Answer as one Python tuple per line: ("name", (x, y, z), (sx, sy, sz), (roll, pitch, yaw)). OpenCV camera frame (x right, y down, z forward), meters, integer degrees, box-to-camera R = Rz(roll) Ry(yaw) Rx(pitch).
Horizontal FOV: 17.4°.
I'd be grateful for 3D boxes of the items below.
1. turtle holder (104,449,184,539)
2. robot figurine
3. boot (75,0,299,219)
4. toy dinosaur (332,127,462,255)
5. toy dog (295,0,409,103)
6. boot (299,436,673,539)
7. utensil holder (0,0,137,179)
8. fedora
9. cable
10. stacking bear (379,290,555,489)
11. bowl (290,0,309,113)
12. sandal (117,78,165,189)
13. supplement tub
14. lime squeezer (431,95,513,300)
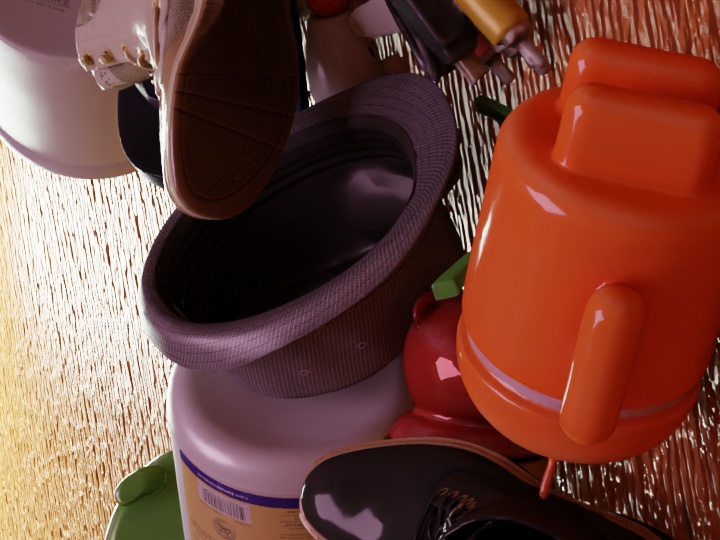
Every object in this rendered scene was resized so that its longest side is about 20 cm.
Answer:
("turtle holder", (-0.099, 0.171, 1.553), (0.132, 0.140, 0.186), (44, -146, -80))
("robot figurine", (0.105, -0.001, 1.022), (0.144, 0.116, 0.201), (47, 138, 41))
("boot", (-0.101, -0.113, 1.283), (0.154, 0.072, 0.201), (-18, 64, 55))
("toy dinosaur", (0.000, 0.000, 1.327), (0.101, 0.058, 0.201), (26, 129, 13))
("toy dog", (0.013, -0.187, 1.258), (0.200, 0.096, 0.132), (89, 175, -49))
("boot", (0.040, 0.115, 1.071), (0.199, 0.138, 0.078), (9, 86, 27))
("utensil holder", (-0.184, -0.175, 1.572), (0.200, 0.169, 0.171), (100, 158, -71))
("fedora", (-0.016, -0.003, 1.234), (0.090, 0.200, 0.177), (53, -172, -35))
("cable", (0.020, -0.170, 1.177), (0.200, 0.050, 0.097), (56, 167, -4))
("stacking bear", (0.053, 0.110, 1.200), (0.114, 0.121, 0.201), (-158, 73, -69))
("bowl", (-0.053, -0.115, 1.409), (0.201, 0.039, 0.202), (-7, -90, -90))
("sandal", (-0.116, -0.137, 1.417), (0.043, 0.076, 0.201), (50, -150, -58))
("supplement tub", (-0.031, 0.127, 1.332), (0.200, 0.145, 0.146), (87, 162, -44))
("lime squeezer", (0.082, -0.042, 1.145), (0.038, 0.070, 0.200), (55, -157, -22))
